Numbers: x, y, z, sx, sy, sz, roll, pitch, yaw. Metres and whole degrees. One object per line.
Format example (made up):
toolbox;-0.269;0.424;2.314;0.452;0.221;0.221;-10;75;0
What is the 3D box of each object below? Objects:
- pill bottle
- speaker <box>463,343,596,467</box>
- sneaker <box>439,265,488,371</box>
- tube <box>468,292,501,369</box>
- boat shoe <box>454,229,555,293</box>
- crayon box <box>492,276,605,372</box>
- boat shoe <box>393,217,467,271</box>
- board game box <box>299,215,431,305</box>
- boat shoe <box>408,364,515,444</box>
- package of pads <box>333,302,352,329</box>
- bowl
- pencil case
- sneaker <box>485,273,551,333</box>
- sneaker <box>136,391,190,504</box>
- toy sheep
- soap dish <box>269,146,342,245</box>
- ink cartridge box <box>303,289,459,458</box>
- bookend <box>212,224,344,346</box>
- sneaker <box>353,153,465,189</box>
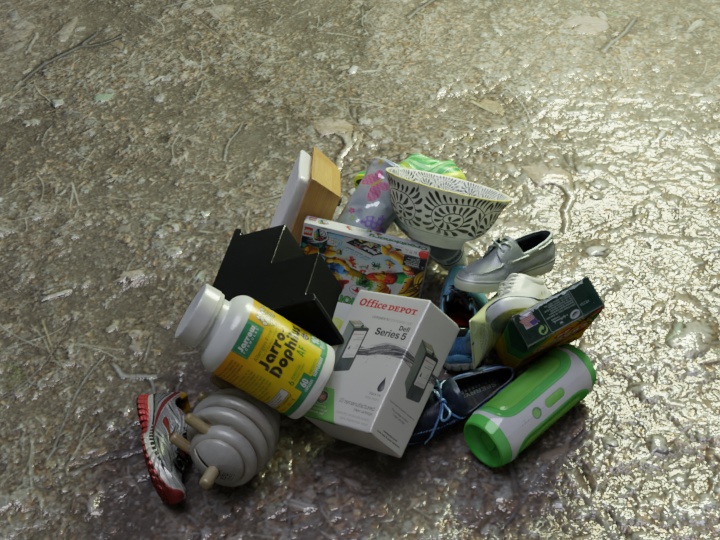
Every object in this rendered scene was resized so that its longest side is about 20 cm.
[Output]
pill bottle;-0.143;0.104;1.527;0.199;0.113;0.113;32;41;-13
speaker;0.235;0.185;1.574;0.199;0.089;0.088;-34;47;-28
sneaker;0.157;0.056;1.731;0.077;0.091;0.201;-3;40;5
tube;0.204;0.067;1.703;0.058;0.052;0.200;47;38;1
boat shoe;0.220;-0.020;1.737;0.199;0.072;0.070;-17;27;-36
crayon box;0.263;0.086;1.622;0.126;0.200;0.051;-28;75;-9
boat shoe;0.117;-0.063;1.887;0.074;0.086;0.202;-40;50;-2
board game box;0.000;0.000;1.760;0.198;0.127;0.035;13;24;5
boat shoe;0.126;0.173;1.595;0.199;0.069;0.085;-29;76;-22
package of pads;-0.101;0.107;1.728;0.198;0.069;0.155;10;45;19
bowl;0.125;-0.090;1.759;0.198;0.095;0.201;13;12;-3
pencil case;0.014;-0.084;1.855;0.090;0.083;0.201;28;85;18
sneaker;0.221;0.043;1.644;0.073;0.199;0.071;-36;73;22
sneaker;-0.263;0.238;1.592;0.081;0.078;0.201;-13;41;-7
toy sheep;-0.178;0.224;1.555;0.136;0.139;0.201;8;38;18
soap dish;-0.094;-0.081;1.839;0.080;0.202;0.158;19;22;-9
ink cartridge box;0.027;0.137;1.566;0.145;0.084;0.201;8;64;45
bookend;-0.109;0.019;1.659;0.197;0.092;0.201;-13;40;27
sneaker;0.084;-0.158;2.009;0.198;0.075;0.084;-3;42;-10
